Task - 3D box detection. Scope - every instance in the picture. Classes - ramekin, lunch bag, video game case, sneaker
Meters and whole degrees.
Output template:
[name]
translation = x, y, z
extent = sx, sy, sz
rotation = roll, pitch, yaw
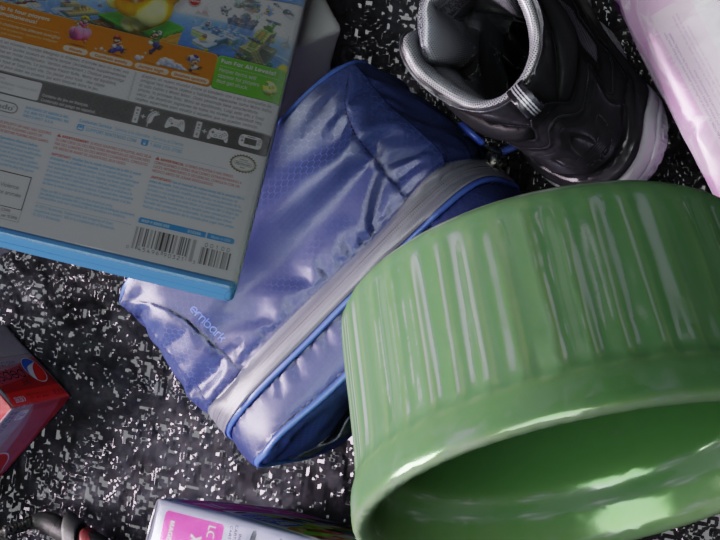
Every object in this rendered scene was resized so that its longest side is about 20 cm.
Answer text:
[ramekin]
translation = 0.086, 0.045, 0.645
extent = 0.200, 0.200, 0.098
rotation = -19, 64, 18
[lunch bag]
translation = 0.000, 0.000, 0.772
extent = 0.200, 0.136, 0.132
rotation = -45, 78, 13
[video game case]
translation = -0.104, -0.095, 0.707
extent = 0.143, 0.018, 0.200
rotation = 13, 66, -4
[sneaker]
translation = 0.061, -0.121, 0.730
extent = 0.075, 0.114, 0.200
rotation = -45, 50, 17

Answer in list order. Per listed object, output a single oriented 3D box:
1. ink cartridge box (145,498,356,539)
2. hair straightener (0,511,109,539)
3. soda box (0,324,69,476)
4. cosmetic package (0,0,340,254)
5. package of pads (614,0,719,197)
[ink cartridge box]
translation = 0.009, 0.150, 0.762
extent = 0.200, 0.119, 0.042
rotation = 11, 86, 30
[hair straightener]
translation = -0.126, 0.201, 0.868
extent = 0.200, 0.041, 0.077
rotation = 27, 100, 11
[soda box]
translation = -0.262, 0.124, 0.900
extent = 0.063, 0.070, 0.200
rotation = 44, 104, 12
[cosmetic package]
translation = -0.118, -0.090, 0.772
extent = 0.200, 0.113, 0.081
rotation = -24, 73, -21
[package of pads]
translation = 0.193, -0.058, 0.712
extent = 0.076, 0.120, 0.200
rotation = -29, 83, 15
